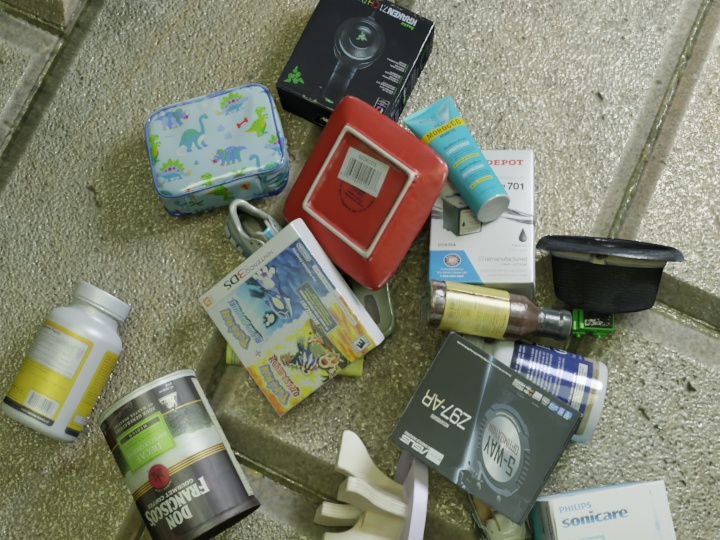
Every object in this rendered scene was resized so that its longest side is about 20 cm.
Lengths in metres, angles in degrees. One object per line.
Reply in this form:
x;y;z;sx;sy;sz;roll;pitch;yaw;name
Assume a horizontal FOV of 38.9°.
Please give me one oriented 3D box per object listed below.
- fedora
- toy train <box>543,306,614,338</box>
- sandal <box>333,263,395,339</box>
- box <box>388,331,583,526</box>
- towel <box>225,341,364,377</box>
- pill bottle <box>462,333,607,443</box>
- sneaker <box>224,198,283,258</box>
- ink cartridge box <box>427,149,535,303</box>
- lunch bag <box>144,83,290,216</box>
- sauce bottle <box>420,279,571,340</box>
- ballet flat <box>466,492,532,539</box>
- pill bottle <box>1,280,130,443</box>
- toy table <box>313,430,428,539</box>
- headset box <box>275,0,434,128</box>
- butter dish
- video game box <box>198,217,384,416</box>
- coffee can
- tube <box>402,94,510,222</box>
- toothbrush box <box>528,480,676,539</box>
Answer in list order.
0.334;0.007;1.383;0.196;0.201;0.094;5;98;2;fedora
0.257;0.068;1.418;0.196;0.056;0.043;3;77;1;toy train
0.001;0.000;1.434;0.078;0.058;0.204;-20;68;-5;sandal
0.157;0.198;1.294;0.198;0.044;0.162;32;87;6;box
-0.091;0.098;1.441;0.196;0.018;0.088;6;82;2;towel
0.223;0.151;1.372;0.196;0.111;0.113;16;78;5;pill bottle
-0.119;-0.024;1.428;0.199;0.087;0.075;40;75;10;sneaker
0.169;-0.060;1.410;0.143;0.086;0.204;0;68;9;ink cartridge box
-0.204;-0.175;1.464;0.196;0.083;0.163;-16;68;-2;lunch bag
0.178;0.058;1.337;0.196;0.065;0.066;11;77;-8;sauce bottle
0.175;0.310;1.359;0.071;0.072;0.203;-22;78;-4;ballet flat
-0.395;0.123;1.392;0.110;0.112;0.203;24;78;7;pill bottle
0.014;0.313;1.315;0.115;0.185;0.203;15;51;-9;toy table
-0.009;-0.292;1.487;0.172;0.093;0.203;26;79;8;headset box
0.027;-0.102;1.395;0.199;0.147;0.202;37;106;25;butter dish
-0.096;0.064;1.380;0.181;0.047;0.201;-37;89;22;video game box
-0.239;0.255;1.341;0.145;0.147;0.202;-29;77;-5;coffee can
0.134;-0.155;1.390;0.076;0.051;0.202;-24;58;-10;tube
0.297;0.319;1.287;0.143;0.200;0.087;-9;76;-2;toothbrush box
